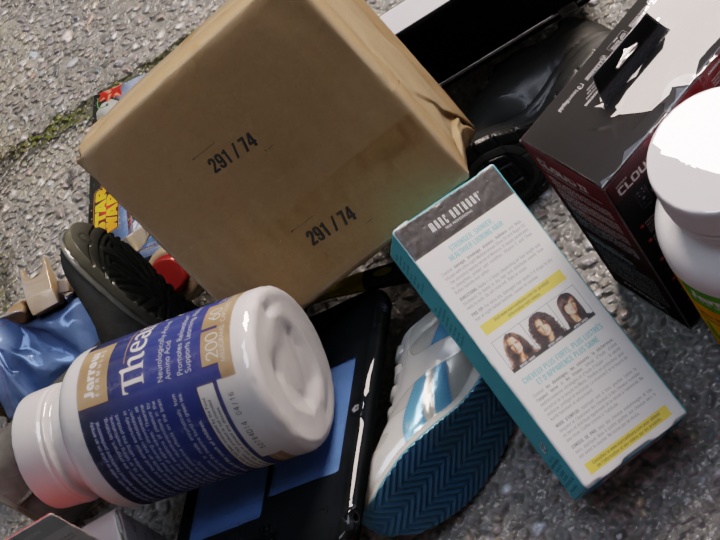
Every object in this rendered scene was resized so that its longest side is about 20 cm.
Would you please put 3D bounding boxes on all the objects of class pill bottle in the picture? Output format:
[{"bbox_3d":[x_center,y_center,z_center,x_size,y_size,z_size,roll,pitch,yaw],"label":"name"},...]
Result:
[{"bbox_3d":[-0.126,0.091,1.009,0.199,0.111,0.112,-20,52,22],"label":"pill bottle"},{"bbox_3d":[0.236,-0.017,0.889,0.110,0.200,0.112,-16,54,23],"label":"pill bottle"}]

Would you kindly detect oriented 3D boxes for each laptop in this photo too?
[{"bbox_3d":[0.063,-0.208,1.144,0.187,0.116,0.201,-29,41,22],"label":"laptop"}]

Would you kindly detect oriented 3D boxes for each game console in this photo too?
[{"bbox_3d":[-0.055,0.121,1.048,0.176,0.031,0.201,-30,39,40],"label":"game console"}]

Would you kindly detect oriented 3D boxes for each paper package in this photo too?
[{"bbox_3d":[-0.053,-0.084,1.032,0.200,0.191,0.104,-39,14,19],"label":"paper package"}]

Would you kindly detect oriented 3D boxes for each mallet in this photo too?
[{"bbox_3d":[0.000,0.000,1.110,0.199,0.041,0.066,-22,52,33],"label":"mallet"}]

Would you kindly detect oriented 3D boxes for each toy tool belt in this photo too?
[{"bbox_3d":[-0.212,0.047,1.170,0.199,0.123,0.125,-31,89,14],"label":"toy tool belt"}]

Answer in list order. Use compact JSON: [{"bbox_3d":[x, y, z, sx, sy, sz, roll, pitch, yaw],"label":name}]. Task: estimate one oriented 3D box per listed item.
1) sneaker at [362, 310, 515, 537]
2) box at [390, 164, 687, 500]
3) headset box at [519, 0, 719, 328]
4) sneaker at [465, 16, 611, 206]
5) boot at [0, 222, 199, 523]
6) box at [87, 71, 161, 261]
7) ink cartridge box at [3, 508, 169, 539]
[{"bbox_3d":[0.055,0.088,1.027,0.081,0.077,0.200,17,65,47],"label":"sneaker"},{"bbox_3d":[0.108,0.038,0.965,0.082,0.049,0.200,-33,76,-12],"label":"box"},{"bbox_3d":[0.197,-0.080,0.954,0.149,0.200,0.077,-50,49,-5],"label":"headset box"},{"bbox_3d":[0.114,-0.109,1.121,0.200,0.076,0.091,-37,39,-3],"label":"sneaker"},{"bbox_3d":[-0.209,0.081,1.109,0.200,0.182,0.073,-36,28,16],"label":"boot"},{"bbox_3d":[-0.162,-0.085,1.287,0.136,0.040,0.201,-19,53,20],"label":"box"},{"bbox_3d":[-0.240,0.225,1.048,0.199,0.174,0.044,-31,50,11],"label":"ink cartridge box"}]
